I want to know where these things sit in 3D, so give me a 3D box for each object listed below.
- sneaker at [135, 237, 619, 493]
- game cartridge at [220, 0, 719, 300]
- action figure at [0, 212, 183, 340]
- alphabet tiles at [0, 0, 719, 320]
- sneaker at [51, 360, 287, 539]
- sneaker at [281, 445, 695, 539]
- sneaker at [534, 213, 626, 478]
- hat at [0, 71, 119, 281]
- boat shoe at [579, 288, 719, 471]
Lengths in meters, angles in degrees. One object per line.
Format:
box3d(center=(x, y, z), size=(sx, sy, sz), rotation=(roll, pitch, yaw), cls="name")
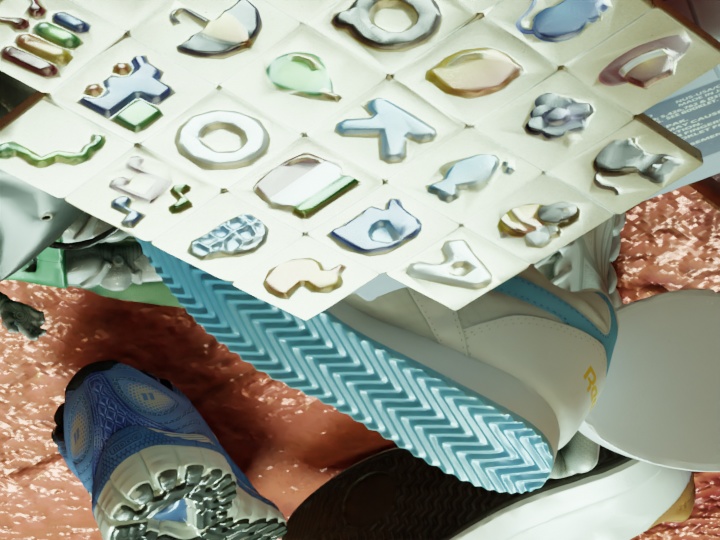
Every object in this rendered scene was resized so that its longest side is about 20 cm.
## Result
box3d(center=(0.000, 0.000, 0.839), size=(0.200, 0.081, 0.077), rotation=(33, 147, 7), cls="sneaker")
box3d(center=(0.057, -0.046, 0.710), size=(0.199, 0.042, 0.133), rotation=(-20, 158, 12), cls="game cartridge")
box3d(center=(-0.137, -0.014, 0.908), size=(0.199, 0.055, 0.118), rotation=(3, 142, 2), cls="action figure")
box3d(center=(-0.004, -0.047, 0.627), size=(0.166, 0.006, 0.200), rotation=(-33, 137, 32), cls="alphabet tiles")
box3d(center=(-0.089, 0.090, 1.027), size=(0.078, 0.089, 0.200), rotation=(-27, 159, -7), cls="sneaker")
box3d(center=(0.062, 0.122, 1.054), size=(0.199, 0.073, 0.085), rotation=(-18, 136, 21), cls="sneaker")
box3d(center=(0.073, 0.007, 0.904), size=(0.075, 0.081, 0.200), rotation=(-5, 140, 12), cls="sneaker")
box3d(center=(-0.137, -0.048, 0.752), size=(0.081, 0.200, 0.201), rotation=(-46, 137, -11), cls="hat")
box3d(center=(0.157, 0.038, 0.919), size=(0.199, 0.072, 0.068), rotation=(-8, -179, -27), cls="boat shoe")
